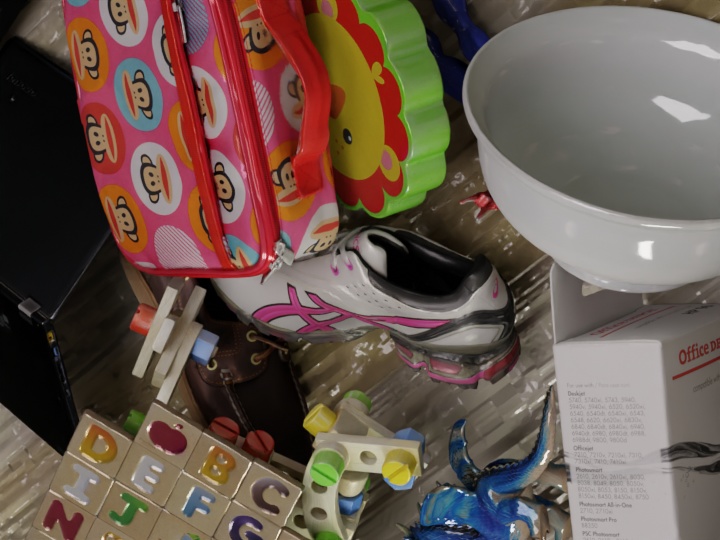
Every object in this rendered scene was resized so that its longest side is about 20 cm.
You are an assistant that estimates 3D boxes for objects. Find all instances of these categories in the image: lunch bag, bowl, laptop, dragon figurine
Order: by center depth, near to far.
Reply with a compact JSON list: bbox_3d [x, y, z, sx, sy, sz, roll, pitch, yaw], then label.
[{"bbox_3d":[0.149,-0.052,1.453,0.201,0.201,0.090,27,132,25],"label":"bowl"},{"bbox_3d":[-0.082,-0.095,1.537,0.176,0.082,0.200,3,109,49],"label":"lunch bag"},{"bbox_3d":[0.068,0.125,1.545,0.099,0.059,0.200,19,153,15],"label":"dragon figurine"},{"bbox_3d":[-0.200,-0.011,1.735,0.187,0.116,0.200,35,146,43],"label":"laptop"}]

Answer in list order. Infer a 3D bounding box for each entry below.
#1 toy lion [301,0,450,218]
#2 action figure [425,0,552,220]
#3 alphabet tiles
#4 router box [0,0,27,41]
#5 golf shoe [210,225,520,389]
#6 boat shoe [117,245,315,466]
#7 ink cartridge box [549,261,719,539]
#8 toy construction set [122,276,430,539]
[{"bbox_3d":[-0.022,-0.120,1.552,0.200,0.069,0.192,66,152,8],"label":"toy lion"},{"bbox_3d":[0.060,-0.102,1.541,0.200,0.099,0.065,43,120,15],"label":"action figure"},{"bbox_3d":[-0.112,0.169,1.599,0.166,0.006,0.200,31,126,4],"label":"alphabet tiles"},{"bbox_3d":[-0.286,-0.205,1.751,0.157,0.052,0.200,49,120,22],"label":"router box"},{"bbox_3d":[0.000,0.000,1.592,0.200,0.073,0.092,13,139,23],"label":"golf shoe"},{"bbox_3d":[-0.080,0.040,1.668,0.070,0.070,0.200,-36,80,36],"label":"boat shoe"},{"bbox_3d":[0.165,0.085,1.497,0.068,0.116,0.200,-2,99,31],"label":"ink cartridge box"},{"bbox_3d":[-0.062,0.097,1.589,0.200,0.092,0.131,33,131,12],"label":"toy construction set"}]
